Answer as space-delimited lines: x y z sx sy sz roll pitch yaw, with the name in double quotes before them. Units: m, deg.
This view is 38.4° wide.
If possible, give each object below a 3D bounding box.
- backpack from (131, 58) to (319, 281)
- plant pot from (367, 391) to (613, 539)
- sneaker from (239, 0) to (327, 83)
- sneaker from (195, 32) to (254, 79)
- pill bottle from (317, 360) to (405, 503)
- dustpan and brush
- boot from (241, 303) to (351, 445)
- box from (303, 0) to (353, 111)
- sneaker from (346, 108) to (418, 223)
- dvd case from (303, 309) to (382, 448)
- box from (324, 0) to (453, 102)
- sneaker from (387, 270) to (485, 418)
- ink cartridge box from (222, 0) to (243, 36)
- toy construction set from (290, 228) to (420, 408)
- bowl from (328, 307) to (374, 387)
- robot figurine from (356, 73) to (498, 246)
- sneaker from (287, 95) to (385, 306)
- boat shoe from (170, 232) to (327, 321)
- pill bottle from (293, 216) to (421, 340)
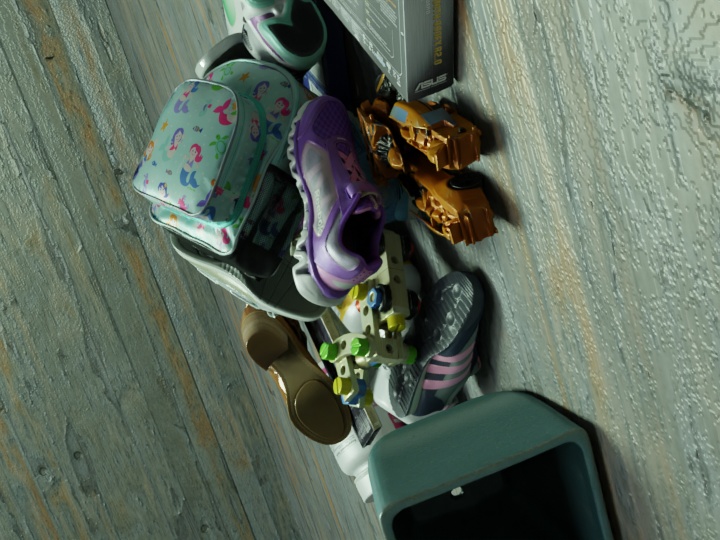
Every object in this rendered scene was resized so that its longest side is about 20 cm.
"backpack" -0.126 -0.117 1.063 0.176 0.202 0.150 24 172 42
"plant pot" 0.109 0.227 0.987 0.200 0.193 0.199 -129 20 -70
"sneaker" -0.109 -0.286 1.091 0.203 0.077 0.140 66 165 5
"sneaker" -0.122 -0.206 1.193 0.100 0.070 0.200 52 -172 6
"pill bottle" 0.003 0.226 1.507 0.202 0.112 0.114 62 165 20
"dustpan and brush" 0.052 0.141 1.191 0.138 0.058 0.200 31 180 27
"boot" -0.080 0.117 1.331 0.201 0.073 0.155 56 -174 -19
"box" -0.054 -0.272 1.130 0.122 0.032 0.202 54 162 41
"sneaker" -0.024 -0.110 1.093 0.200 0.089 0.080 39 141 43
"dvd case" -0.028 0.116 1.282 0.202 0.016 0.149 64 168 14
"box" 0.011 -0.265 0.868 0.201 0.048 0.160 56 161 39
"sneaker" 0.095 0.074 1.059 0.201 0.081 0.071 116 143 -43
"ink cartridge box" -0.136 -0.295 1.308 0.162 0.049 0.202 87 167 -54
"toy construction set" -0.001 0.030 1.070 0.131 0.091 0.203 -40 63 48
"bowl" 0.001 0.084 1.349 0.203 0.089 0.202 60 165 28
"robot figurine" 0.053 -0.104 0.934 0.200 0.057 0.147 42 150 58
"sneaker" -0.015 -0.072 0.977 0.088 0.080 0.204 -18 71 48
"boat shoe" -0.120 0.000 1.158 0.199 0.075 0.065 23 161 13
"pill bottle" 0.000 0.000 1.170 0.201 0.103 0.105 51 161 18
